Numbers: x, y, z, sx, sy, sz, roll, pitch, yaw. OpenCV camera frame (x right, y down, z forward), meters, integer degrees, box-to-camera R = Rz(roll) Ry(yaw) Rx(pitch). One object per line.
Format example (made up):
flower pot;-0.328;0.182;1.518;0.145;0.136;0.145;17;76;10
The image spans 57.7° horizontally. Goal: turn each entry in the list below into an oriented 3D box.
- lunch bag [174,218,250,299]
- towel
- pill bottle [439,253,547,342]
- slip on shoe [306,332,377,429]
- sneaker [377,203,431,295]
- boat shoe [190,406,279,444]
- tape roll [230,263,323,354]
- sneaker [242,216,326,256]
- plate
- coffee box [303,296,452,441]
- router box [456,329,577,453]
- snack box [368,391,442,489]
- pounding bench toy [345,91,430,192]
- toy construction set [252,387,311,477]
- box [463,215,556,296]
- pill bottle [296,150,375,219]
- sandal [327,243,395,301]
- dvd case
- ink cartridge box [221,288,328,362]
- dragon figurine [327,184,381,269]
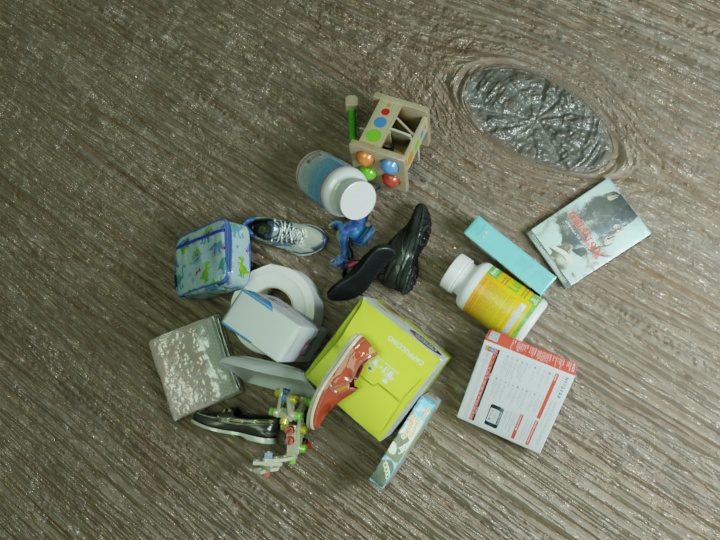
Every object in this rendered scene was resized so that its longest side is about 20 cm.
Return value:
lunch bag;-0.337;-0.025;1.469;0.200;0.082;0.161;-14;71;38
towel;-0.385;0.224;1.520;0.191;0.032;0.200;-24;78;11
pill bottle;0.266;0.054;1.329;0.200;0.111;0.111;36;94;15
slip on shoe;-0.038;0.213;1.211;0.061;0.074;0.200;33;91;12
sneaker;0.092;-0.053;1.408;0.091;0.076;0.200;17;86;23
boat shoe;-0.279;0.336;1.463;0.201;0.072;0.061;11;87;7
tape roll;-0.187;0.089;1.463;0.202;0.071;0.203;-1;84;15
sneaker;-0.176;-0.080;1.469;0.200;0.085;0.077;9;87;14
plate;-0.178;0.225;1.387;0.200;0.200;0.032;10;70;15
coffee box;0.043;0.193;1.327;0.200;0.198;0.200;38;94;14
router box;0.304;0.239;1.288;0.179;0.049;0.200;22;119;15
snack box;0.095;0.345;1.341;0.037;0.116;0.200;32;93;15
pounding bench toy;0.028;-0.276;1.393;0.200;0.124;0.156;21;70;15
toy construction set;-0.156;0.345;1.394;0.092;0.131;0.200;20;94;14
box;0.306;-0.028;1.343;0.200;0.082;0.049;41;94;14
pill bottle;-0.052;-0.179;1.389;0.109;0.109;0.200;-55;38;4
sandal;0.000;0.000;1.408;0.200;0.075;0.045;-45;48;31
dvd case;0.465;-0.075;1.339;0.200;0.022;0.146;-34;78;10
ink cartridge box;-0.166;0.114;1.317;0.144;0.200;0.085;32;89;14
dragon figurine;-0.002;-0.090;1.437;0.200;0.059;0.099;-43;77;-2
